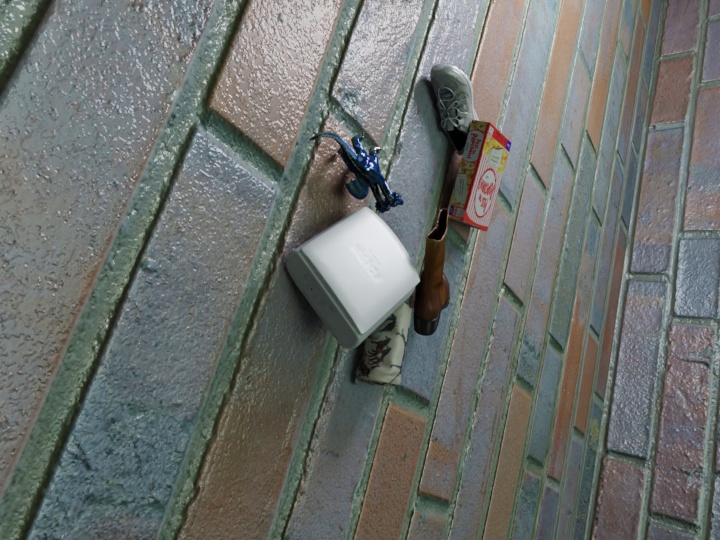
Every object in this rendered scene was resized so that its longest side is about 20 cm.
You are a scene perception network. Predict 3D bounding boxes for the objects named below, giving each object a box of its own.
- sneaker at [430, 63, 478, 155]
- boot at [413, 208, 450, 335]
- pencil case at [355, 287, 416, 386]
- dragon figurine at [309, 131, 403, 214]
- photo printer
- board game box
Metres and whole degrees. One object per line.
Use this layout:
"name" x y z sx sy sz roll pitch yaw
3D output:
"sneaker" 0.194 -0.327 1.105 0.201 0.073 0.084 50 54 -40
"boot" 0.134 -0.017 0.993 0.189 0.066 0.207 -51 148 -53
"pencil case" 0.042 0.103 0.944 0.078 0.086 0.208 43 56 -75
"dragon figurine" 0.005 -0.157 0.867 0.198 0.058 0.103 22 47 -56
"photo printer" 0.000 0.000 0.845 0.168 0.069 0.198 53 47 2
"board game box" 0.258 -0.199 1.171 0.150 0.045 0.208 6 100 -57
